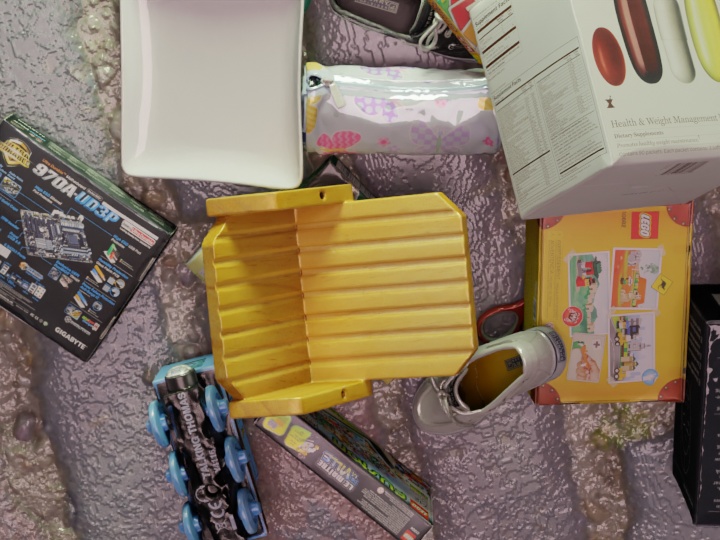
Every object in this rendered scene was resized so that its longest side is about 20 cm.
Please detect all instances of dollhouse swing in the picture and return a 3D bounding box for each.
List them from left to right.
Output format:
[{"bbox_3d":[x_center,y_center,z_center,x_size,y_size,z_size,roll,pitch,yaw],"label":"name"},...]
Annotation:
[{"bbox_3d":[-0.015,0.024,1.572,0.175,0.181,0.202,-2,94,35],"label":"dollhouse swing"}]

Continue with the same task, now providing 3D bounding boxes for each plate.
[{"bbox_3d":[-0.135,-0.183,1.626,0.198,0.032,0.202,6,101,25],"label":"plate"}]

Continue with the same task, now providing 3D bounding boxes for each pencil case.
[{"bbox_3d":[0.040,-0.154,1.631,0.198,0.084,0.091,2,141,0],"label":"pencil case"}]

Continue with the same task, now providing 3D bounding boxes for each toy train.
[{"bbox_3d":[-0.146,0.180,1.698,0.086,0.114,0.201,-15,102,8],"label":"toy train"}]

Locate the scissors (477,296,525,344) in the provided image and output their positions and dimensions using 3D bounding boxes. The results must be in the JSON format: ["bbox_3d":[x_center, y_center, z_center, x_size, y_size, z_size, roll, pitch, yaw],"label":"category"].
[{"bbox_3d":[0.195,0.016,1.706,0.073,0.014,0.200,42,98,-8],"label":"scissors"}]

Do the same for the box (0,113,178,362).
[{"bbox_3d":[-0.304,-0.031,1.688,0.199,0.046,0.159,34,101,-6],"label":"box"}]

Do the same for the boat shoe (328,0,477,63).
[{"bbox_3d":[0.066,-0.240,1.620,0.198,0.068,0.074,18,103,-3],"label":"boat shoe"}]

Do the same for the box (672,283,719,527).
[{"bbox_3d":[0.364,0.127,1.656,0.106,0.149,0.202,1,103,1],"label":"box"}]

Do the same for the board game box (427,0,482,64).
[{"bbox_3d":[0.153,-0.292,1.590,0.200,0.030,0.096,-48,119,-8],"label":"board game box"}]

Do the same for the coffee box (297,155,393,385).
[{"bbox_3d":[0.000,0.000,1.689,0.123,0.044,0.200,-43,98,10],"label":"coffee box"}]

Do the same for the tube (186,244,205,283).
[{"bbox_3d":[-0.082,0.043,1.698,0.200,0.058,0.052,43,95,-6],"label":"tube"}]

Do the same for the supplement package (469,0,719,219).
[{"bbox_3d":[0.230,-0.167,1.522,0.190,0.147,0.201,-6,76,-30],"label":"supplement package"}]

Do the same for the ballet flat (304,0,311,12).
[{"bbox_3d":[-0.048,-0.338,1.604,0.068,0.068,0.201,25,102,5],"label":"ballet flat"}]

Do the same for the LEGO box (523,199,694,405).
[{"bbox_3d":[0.235,0.023,1.663,0.148,0.077,0.202,-1,104,-5],"label":"LEGO box"}]

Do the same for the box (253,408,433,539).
[{"bbox_3d":[-0.015,0.183,1.698,0.200,0.110,0.035,39,101,-8],"label":"box"}]

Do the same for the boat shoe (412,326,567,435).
[{"bbox_3d":[0.101,0.114,1.646,0.201,0.086,0.075,-28,79,45],"label":"boat shoe"}]
